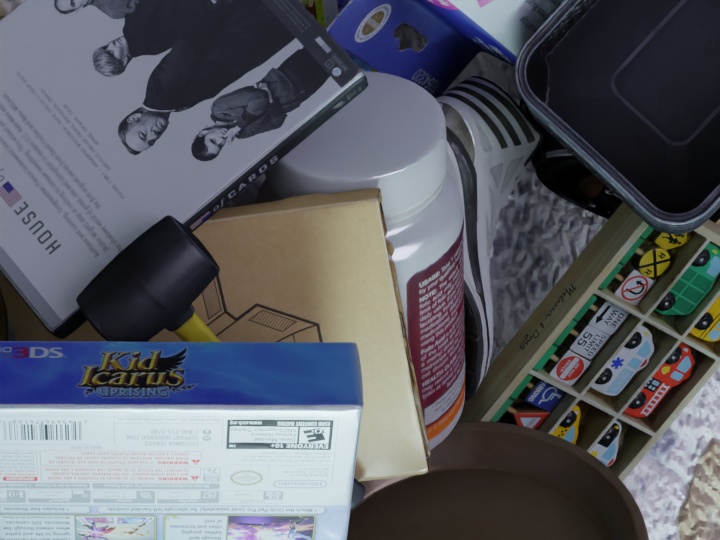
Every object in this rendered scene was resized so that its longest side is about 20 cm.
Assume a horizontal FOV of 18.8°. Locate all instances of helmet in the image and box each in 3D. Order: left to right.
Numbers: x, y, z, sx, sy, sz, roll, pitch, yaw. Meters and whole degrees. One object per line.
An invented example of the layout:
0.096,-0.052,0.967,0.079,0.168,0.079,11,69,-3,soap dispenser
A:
0.203,-0.131,1.347,0.200,0.200,0.191,24,75,-34,helmet

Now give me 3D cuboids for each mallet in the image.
-0.067,0.063,1.081,0.066,0.041,0.200,-35,123,-5,mallet

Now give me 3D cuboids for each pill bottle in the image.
0.000,0.000,1.183,0.114,0.114,0.200,-35,140,-33,pill bottle

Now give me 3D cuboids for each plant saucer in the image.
0.056,0.159,1.173,0.200,0.200,0.030,-37,139,-32,plant saucer

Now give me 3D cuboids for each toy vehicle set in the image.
0.157,0.051,1.333,0.124,0.027,0.200,26,110,-33,toy vehicle set

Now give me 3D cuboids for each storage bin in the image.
0.195,-0.131,1.207,0.135,0.094,0.200,43,93,8,storage bin

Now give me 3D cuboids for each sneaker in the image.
0.072,-0.023,1.283,0.115,0.076,0.201,-39,137,-35,sneaker

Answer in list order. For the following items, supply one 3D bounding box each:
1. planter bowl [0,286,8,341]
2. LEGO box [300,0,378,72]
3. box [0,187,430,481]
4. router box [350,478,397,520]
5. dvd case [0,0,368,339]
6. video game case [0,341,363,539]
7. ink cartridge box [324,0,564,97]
-0.243,0.029,1.065,0.200,0.083,0.201,2,86,-37,planter bowl
-0.077,-0.162,1.203,0.149,0.077,0.200,-17,99,-36,LEGO box
-0.073,0.045,1.124,0.021,0.199,0.164,-82,162,-63,box
0.037,0.182,1.292,0.200,0.051,0.149,50,63,-24,router box
-0.119,-0.084,1.089,0.200,0.025,0.150,-40,74,-4,dvd case
-0.105,0.107,1.069,0.199,0.182,0.046,1,47,-6,video game case
0.087,-0.172,1.186,0.200,0.043,0.196,-50,161,8,ink cartridge box
